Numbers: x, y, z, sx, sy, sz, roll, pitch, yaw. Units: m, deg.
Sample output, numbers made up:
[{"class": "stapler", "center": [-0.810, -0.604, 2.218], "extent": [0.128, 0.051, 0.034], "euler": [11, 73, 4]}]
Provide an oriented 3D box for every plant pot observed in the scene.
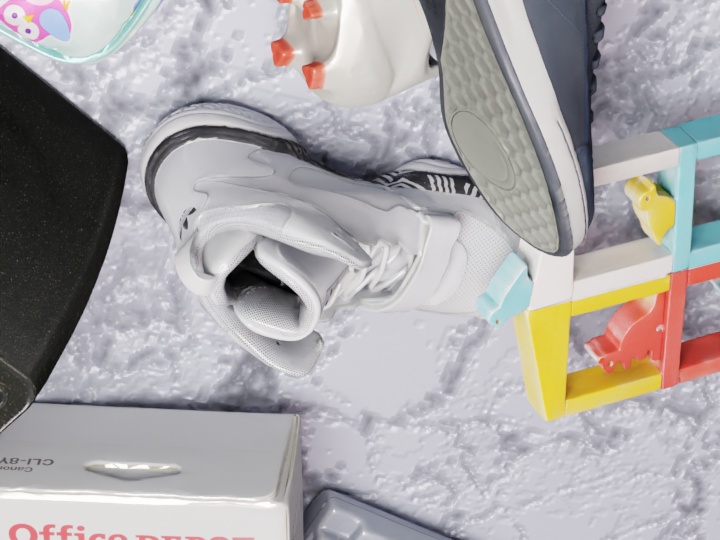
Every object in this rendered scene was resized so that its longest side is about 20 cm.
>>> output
[{"class": "plant pot", "center": [-0.228, 0.004, 1.139], "extent": [0.200, 0.178, 0.199], "euler": [-40, 120, 18]}]

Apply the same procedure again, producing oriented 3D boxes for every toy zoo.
[{"class": "toy zoo", "center": [0.142, -0.005, 1.248], "extent": [0.199, 0.020, 0.132], "euler": [-15, 126, -20]}]

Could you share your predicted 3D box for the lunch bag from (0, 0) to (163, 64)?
[{"class": "lunch bag", "center": [-0.113, -0.187, 1.077], "extent": [0.160, 0.077, 0.200], "euler": [28, 117, -14]}]

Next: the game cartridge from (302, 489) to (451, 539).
[{"class": "game cartridge", "center": [-0.011, 0.207, 1.394], "extent": [0.133, 0.041, 0.200], "euler": [26, 116, -20]}]

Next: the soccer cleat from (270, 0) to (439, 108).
[{"class": "soccer cleat", "center": [0.008, -0.163, 1.137], "extent": [0.077, 0.069, 0.201], "euler": [-13, 124, -29]}]

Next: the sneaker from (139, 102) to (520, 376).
[{"class": "sneaker", "center": [0.000, 0.000, 1.208], "extent": [0.199, 0.115, 0.075], "euler": [18, 120, -20]}]

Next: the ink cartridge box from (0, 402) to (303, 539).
[{"class": "ink cartridge box", "center": [-0.098, 0.167, 1.299], "extent": [0.144, 0.084, 0.201], "euler": [2, 118, 3]}]

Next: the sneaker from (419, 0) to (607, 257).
[{"class": "sneaker", "center": [0.097, -0.116, 1.136], "extent": [0.146, 0.077, 0.203], "euler": [-34, 127, -23]}]
